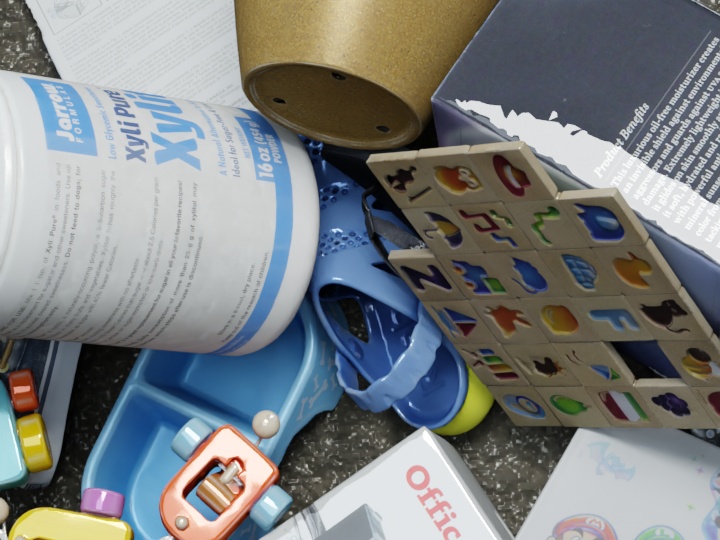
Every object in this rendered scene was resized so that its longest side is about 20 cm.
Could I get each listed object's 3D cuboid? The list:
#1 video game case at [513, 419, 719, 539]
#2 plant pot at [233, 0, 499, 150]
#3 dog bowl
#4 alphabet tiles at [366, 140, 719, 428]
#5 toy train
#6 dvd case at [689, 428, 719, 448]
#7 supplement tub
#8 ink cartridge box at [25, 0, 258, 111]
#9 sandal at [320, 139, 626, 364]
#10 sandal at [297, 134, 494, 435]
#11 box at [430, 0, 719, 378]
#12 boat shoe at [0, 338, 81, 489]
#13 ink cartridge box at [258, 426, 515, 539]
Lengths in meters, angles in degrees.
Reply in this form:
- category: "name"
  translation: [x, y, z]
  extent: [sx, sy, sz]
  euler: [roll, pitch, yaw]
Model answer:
- category: "video game case"
  translation: [0.171, 0.167, 1.227]
  extent: [0.199, 0.024, 0.182]
  euler: [23, 51, 15]
- category: "plant pot"
  translation: [0.011, -0.170, 1.229]
  extent: [0.185, 0.187, 0.201]
  euler: [9, 69, 13]
- category: "dog bowl"
  translation: [-0.083, 0.083, 1.352]
  extent: [0.111, 0.050, 0.201]
  euler: [25, 85, 15]
- category: "alphabet tiles"
  translation: [0.090, 0.011, 1.206]
  extent: [0.166, 0.200, 0.008]
  euler: [-2, 46, 44]
- category: "toy train"
  translation: [-0.141, 0.100, 1.301]
  extent: [0.199, 0.056, 0.151]
  euler: [36, 78, 9]
- category: "dvd case"
  translation: [0.281, 0.136, 1.283]
  extent: [0.198, 0.025, 0.152]
  euler: [-10, 77, 9]
- category: "supplement tub"
  translation: [-0.133, -0.028, 1.245]
  extent: [0.132, 0.199, 0.133]
  euler: [-13, 74, 54]
- category: "ink cartridge box"
  translation: [-0.099, -0.143, 1.415]
  extent: [0.162, 0.050, 0.201]
  euler: [-32, 57, 4]
- category: "sandal"
  translation: [0.055, 0.001, 1.268]
  extent: [0.200, 0.076, 0.043]
  euler: [43, 77, -4]
- category: "sandal"
  translation: [0.000, 0.000, 1.317]
  extent: [0.079, 0.087, 0.201]
  euler: [-37, 79, 27]
- category: "box"
  translation: [0.150, -0.041, 1.244]
  extent: [0.198, 0.200, 0.124]
  euler: [32, 75, 18]
- category: "boat shoe"
  translation: [-0.197, 0.016, 1.350]
  extent: [0.090, 0.071, 0.202]
  euler: [10, 90, -19]
- category: "ink cartridge box"
  translation: [0.000, 0.198, 1.294]
  extent: [0.199, 0.084, 0.145]
  euler: [-35, 75, 1]
